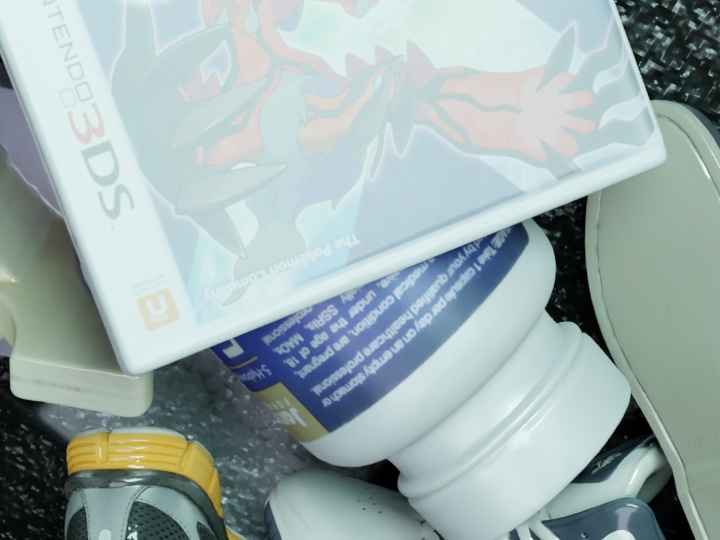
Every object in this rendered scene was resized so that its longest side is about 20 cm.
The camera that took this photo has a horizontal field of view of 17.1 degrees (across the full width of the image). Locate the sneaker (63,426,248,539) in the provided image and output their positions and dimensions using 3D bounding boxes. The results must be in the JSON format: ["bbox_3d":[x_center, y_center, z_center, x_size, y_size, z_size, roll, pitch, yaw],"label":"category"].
[{"bbox_3d":[-0.076,0.141,0.987,0.078,0.078,0.200,-7,145,17],"label":"sneaker"}]

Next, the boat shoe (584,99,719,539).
[{"bbox_3d":[0.141,0.029,0.894,0.072,0.063,0.201,-13,99,39],"label":"boat shoe"}]

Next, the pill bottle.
[{"bbox_3d":[0.000,0.000,0.867,0.120,0.120,0.200,-38,100,31],"label":"pill bottle"}]

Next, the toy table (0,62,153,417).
[{"bbox_3d":[-0.160,0.002,0.925,0.199,0.117,0.185,-1,121,15],"label":"toy table"}]

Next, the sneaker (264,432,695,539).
[{"bbox_3d":[0.069,0.098,0.950,0.199,0.079,0.130,29,113,10],"label":"sneaker"}]

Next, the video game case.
[{"bbox_3d":[-0.018,-0.086,0.790,0.199,0.023,0.183,-22,95,-12],"label":"video game case"}]
